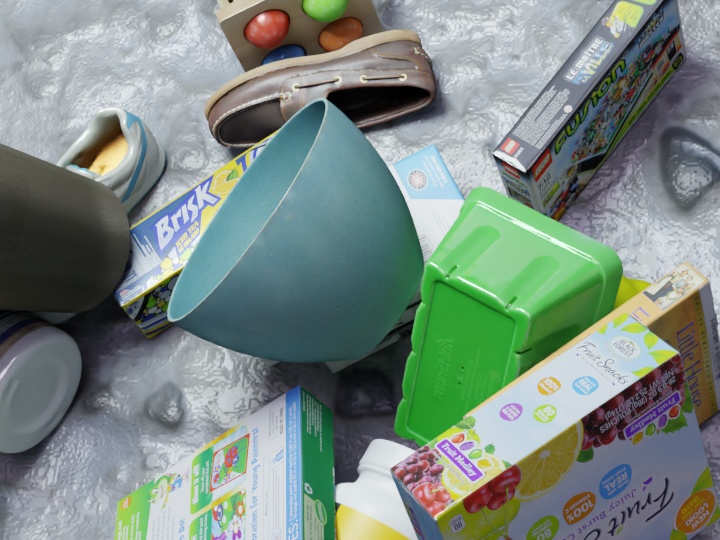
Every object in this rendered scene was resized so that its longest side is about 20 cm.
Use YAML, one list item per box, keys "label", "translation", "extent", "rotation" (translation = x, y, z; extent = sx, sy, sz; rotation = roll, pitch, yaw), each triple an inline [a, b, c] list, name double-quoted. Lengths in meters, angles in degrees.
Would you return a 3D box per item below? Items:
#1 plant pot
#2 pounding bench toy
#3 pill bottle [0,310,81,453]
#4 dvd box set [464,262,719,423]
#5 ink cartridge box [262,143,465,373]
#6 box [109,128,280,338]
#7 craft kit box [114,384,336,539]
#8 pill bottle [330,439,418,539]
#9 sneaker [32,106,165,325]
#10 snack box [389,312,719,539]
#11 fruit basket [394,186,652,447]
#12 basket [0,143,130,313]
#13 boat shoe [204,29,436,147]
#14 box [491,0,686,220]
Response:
- label: "plant pot"
  translation: [-0.032, -0.009, 1.401]
  extent: [0.135, 0.200, 0.200]
  rotation: [35, 74, -14]
- label: "pounding bench toy"
  translation: [-0.035, -0.268, 1.627]
  extent: [0.200, 0.124, 0.156]
  rotation: [-26, 60, 2]
- label: "pill bottle"
  translation: [-0.338, 0.060, 1.555]
  extent: [0.200, 0.111, 0.111]
  rotation: [28, 74, 25]
- label: "dvd box set"
  translation: [0.174, 0.101, 1.350]
  extent: [0.200, 0.146, 0.029]
  rotation: [-33, 48, -14]
- label: "ink cartridge box"
  translation: [0.000, 0.000, 1.515]
  extent: [0.200, 0.068, 0.116]
  rotation: [-27, 62, 1]
- label: "box"
  translation: [-0.118, -0.033, 1.563]
  extent: [0.200, 0.070, 0.064]
  rotation: [-33, 61, -2]
- label: "craft kit box"
  translation: [-0.104, 0.210, 1.376]
  extent: [0.197, 0.049, 0.200]
  rotation: [-31, 36, 24]
- label: "pill bottle"
  translation: [-0.002, 0.230, 1.375]
  extent: [0.112, 0.112, 0.200]
  rotation: [22, 71, 24]
- label: "sneaker"
  translation: [-0.243, -0.048, 1.600]
  extent: [0.076, 0.081, 0.200]
  rotation: [19, 73, 22]
- label: "snack box"
  translation: [0.137, 0.151, 1.271]
  extent: [0.200, 0.169, 0.068]
  rotation: [-31, 39, -13]
- label: "fruit basket"
  translation: [0.136, 0.044, 1.410]
  extent: [0.155, 0.216, 0.216]
  rotation: [28, 74, 26]
- label: "basket"
  translation: [-0.284, -0.032, 1.463]
  extent: [0.180, 0.200, 0.136]
  rotation: [-19, 74, 30]
- label: "boat shoe"
  translation: [-0.034, -0.144, 1.595]
  extent: [0.200, 0.070, 0.070]
  rotation: [-19, 57, 5]
- label: "box"
  translation: [0.186, -0.134, 1.507]
  extent: [0.035, 0.110, 0.200]
  rotation: [33, 77, 27]
